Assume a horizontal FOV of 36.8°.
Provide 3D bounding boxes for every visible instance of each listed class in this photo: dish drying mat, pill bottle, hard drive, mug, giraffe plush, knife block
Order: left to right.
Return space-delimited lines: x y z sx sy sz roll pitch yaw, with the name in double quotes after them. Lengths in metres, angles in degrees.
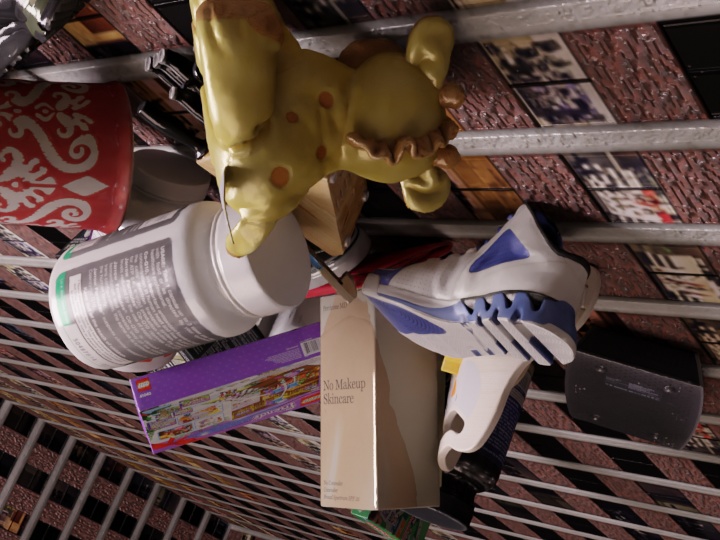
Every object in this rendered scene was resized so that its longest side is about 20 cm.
-0.313 -0.101 0.918 0.199 0.134 0.177 0 -173 -28 "mug"
-0.207 -0.010 1.039 0.112 0.201 0.113 17 -157 -8 "pill bottle"
-0.149 0.008 0.897 0.199 0.114 0.113 -16 142 27 "pill bottle"
-0.089 -0.101 0.884 0.175 0.064 0.200 18 159 13 "knife block"
-0.019 -0.108 0.704 0.161 0.201 0.173 -8 150 -9 "giraffe plush"
0.000 0.000 1.041 0.200 0.077 0.018 -12 103 56 "dish drying mat"
0.105 0.163 1.135 0.111 0.201 0.112 19 159 8 "pill bottle"
0.273 0.118 1.079 0.134 0.042 0.200 16 158 18 "hard drive"

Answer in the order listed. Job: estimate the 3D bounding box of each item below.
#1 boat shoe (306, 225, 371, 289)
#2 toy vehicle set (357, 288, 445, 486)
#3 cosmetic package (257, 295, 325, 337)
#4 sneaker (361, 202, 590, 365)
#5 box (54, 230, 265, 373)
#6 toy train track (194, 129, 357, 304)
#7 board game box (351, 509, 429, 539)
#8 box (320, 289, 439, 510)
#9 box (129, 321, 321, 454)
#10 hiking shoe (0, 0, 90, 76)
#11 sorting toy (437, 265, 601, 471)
-0.084 -0.026 1.047 0.199 0.072 0.071 -5 132 37 "boat shoe"
0.036 0.111 1.087 0.026 0.201 0.124 7 172 -35 "toy vehicle set"
-0.047 0.071 1.240 0.113 0.081 0.200 28 160 -13 "cosmetic package"
0.108 0.007 0.880 0.199 0.115 0.081 6 147 44 "sneaker"
-0.224 0.032 1.217 0.163 0.086 0.200 0 130 54 "box"
-0.067 -0.054 0.959 0.200 0.033 0.115 48 -174 -7 "toy train track"
0.069 0.235 1.350 0.029 0.201 0.135 8 155 38 "board game box"
0.017 0.121 1.018 0.077 0.201 0.095 6 168 -37 "box"
-0.131 0.123 1.121 0.199 0.039 0.137 -16 155 -13 "box"
-0.272 -0.212 0.813 0.101 0.076 0.200 50 148 -19 "hiking shoe"
0.116 0.090 0.978 0.106 0.181 0.200 22 159 0 "sorting toy"
